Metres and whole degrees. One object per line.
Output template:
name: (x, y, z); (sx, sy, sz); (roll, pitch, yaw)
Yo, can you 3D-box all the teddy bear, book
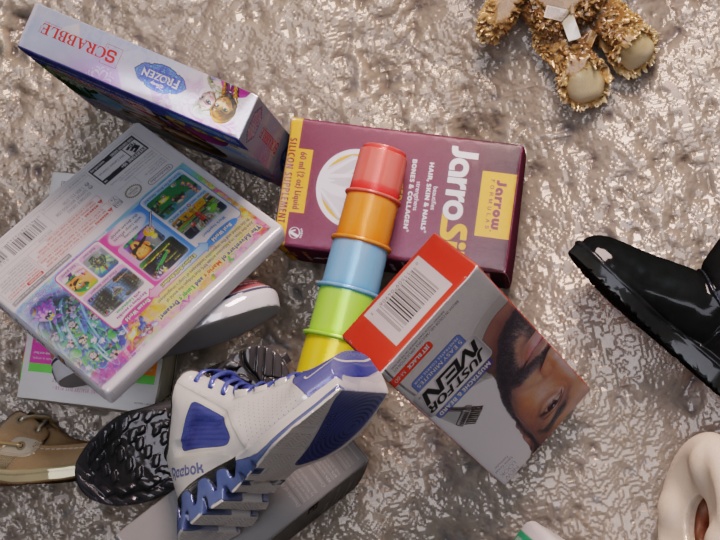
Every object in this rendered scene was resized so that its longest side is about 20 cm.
teddy bear: (0.171, -0.235, 1.305); (0.200, 0.067, 0.145); (39, 98, 5)
book: (-0.221, 0.020, 1.327); (0.132, 0.048, 0.202); (7, 81, 10)

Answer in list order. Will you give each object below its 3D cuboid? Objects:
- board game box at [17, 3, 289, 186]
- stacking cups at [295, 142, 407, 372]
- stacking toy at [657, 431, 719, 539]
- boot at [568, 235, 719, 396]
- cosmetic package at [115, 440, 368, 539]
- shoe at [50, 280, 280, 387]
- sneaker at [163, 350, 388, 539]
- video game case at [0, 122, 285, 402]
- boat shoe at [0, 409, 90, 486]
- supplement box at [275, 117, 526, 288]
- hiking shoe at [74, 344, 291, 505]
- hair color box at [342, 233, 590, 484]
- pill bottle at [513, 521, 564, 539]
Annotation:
board game box: (-0.160, -0.141, 1.262); (0.199, 0.200, 0.041); (24, 86, 11)
stacking cups: (0.000, 0.000, 1.205); (0.060, 0.061, 0.202); (15, 81, 10)
stacking toy: (0.346, 0.209, 1.200); (0.198, 0.146, 0.148); (7, 83, -11)
boot: (0.292, -0.007, 1.245); (0.198, 0.073, 0.163); (41, 91, 4)
cosmetic package: (-0.097, 0.194, 1.228); (0.200, 0.107, 0.090); (-40, 80, -17)
shoe: (-0.171, 0.023, 1.262); (0.198, 0.072, 0.092); (-19, 74, 5)
sneaker: (-0.085, 0.106, 1.133); (0.199, 0.080, 0.116); (-41, 60, 22)
video game case: (-0.192, -0.012, 1.239); (0.182, 0.024, 0.200); (35, 66, 26)
boat shoe: (-0.291, 0.152, 1.304); (0.198, 0.071, 0.065); (-5, 82, 8)
supplement box: (0.035, -0.057, 1.280); (0.198, 0.086, 0.112); (7, 83, 9)
hiking shoe: (-0.140, 0.131, 1.255); (0.199, 0.101, 0.076); (-29, 86, 3)
hair color box: (0.088, 0.074, 1.200); (0.111, 0.200, 0.064); (-48, 44, -1)
pill bottle: (0.125, 0.311, 1.203); (0.113, 0.113, 0.201); (33, 87, 11)
